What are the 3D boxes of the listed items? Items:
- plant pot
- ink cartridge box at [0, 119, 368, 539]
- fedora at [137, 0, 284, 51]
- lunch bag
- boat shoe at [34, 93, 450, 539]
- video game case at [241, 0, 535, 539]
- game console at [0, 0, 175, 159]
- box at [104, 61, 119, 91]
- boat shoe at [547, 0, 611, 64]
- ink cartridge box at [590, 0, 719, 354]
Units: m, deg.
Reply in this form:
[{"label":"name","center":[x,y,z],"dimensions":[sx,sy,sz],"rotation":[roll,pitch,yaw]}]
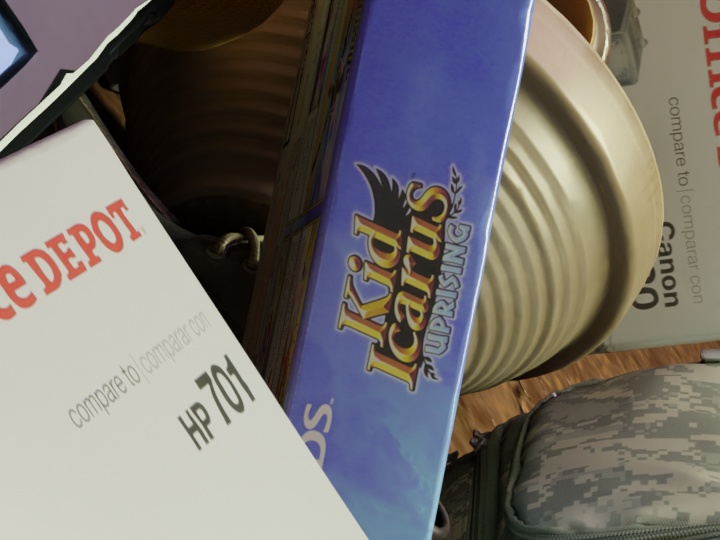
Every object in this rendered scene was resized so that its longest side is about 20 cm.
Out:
[{"label":"plant pot","center":[-0.007,-0.019,0.942],"dimensions":[0.201,0.200,0.093],"rotation":[52,52,-24]},{"label":"ink cartridge box","center":[-0.047,0.087,0.490],"dimensions":[0.200,0.086,0.146],"rotation":[58,19,-4]},{"label":"fedora","center":[-0.059,-0.126,0.864],"dimensions":[0.082,0.201,0.201],"rotation":[32,25,-26]},{"label":"lunch bag","center":[0.094,0.116,0.942],"dimensions":[0.140,0.167,0.200],"rotation":[56,14,-10]},{"label":"boat shoe","center":[-0.040,0.019,0.879],"dimensions":[0.200,0.073,0.075],"rotation":[57,14,-8]},{"label":"video game case","center":[0.000,0.000,0.753],"dimensions":[0.181,0.045,0.201],"rotation":[155,-53,-83]},{"label":"game console","center":[-0.141,-0.079,0.602],"dimensions":[0.177,0.031,0.200],"rotation":[53,53,-15]},{"label":"box","center":[-0.093,-0.155,1.121],"dimensions":[0.200,0.048,0.158],"rotation":[62,14,15]},{"label":"boat shoe","center":[-0.006,-0.103,1.003],"dimensions":[0.199,0.071,0.070],"rotation":[23,5,11]},{"label":"ink cartridge box","center":[0.074,-0.040,1.063],"dimensions":[0.085,0.199,0.146],"rotation":[-15,98,-75]}]
